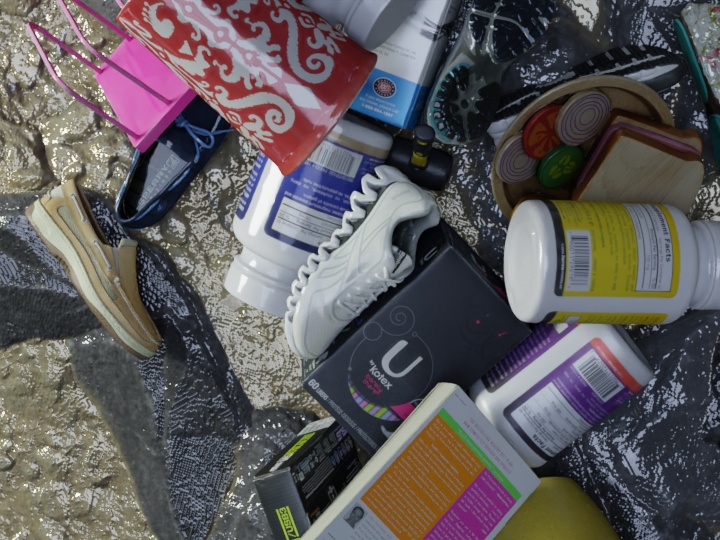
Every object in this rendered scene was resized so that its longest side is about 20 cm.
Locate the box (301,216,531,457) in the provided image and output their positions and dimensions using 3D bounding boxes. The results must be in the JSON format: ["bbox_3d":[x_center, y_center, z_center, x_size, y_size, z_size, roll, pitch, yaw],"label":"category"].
[{"bbox_3d":[0.050,0.068,1.419,0.200,0.106,0.122,-43,105,10],"label":"box"}]

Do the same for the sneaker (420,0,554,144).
[{"bbox_3d":[0.113,-0.210,1.405,0.077,0.086,0.201,35,77,-13],"label":"sneaker"}]

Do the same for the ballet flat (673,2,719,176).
[{"bbox_3d":[0.355,-0.161,1.378,0.063,0.076,0.202,-18,96,2],"label":"ballet flat"}]

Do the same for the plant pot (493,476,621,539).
[{"bbox_3d":[0.172,0.283,1.413,0.198,0.200,0.144,-14,70,10],"label":"plant pot"}]

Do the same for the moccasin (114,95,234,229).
[{"bbox_3d":[-0.181,-0.124,1.460,0.080,0.068,0.202,27,100,4],"label":"moccasin"}]

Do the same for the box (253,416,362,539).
[{"bbox_3d":[-0.026,0.258,1.417,0.047,0.200,0.195,-16,96,16],"label":"box"}]

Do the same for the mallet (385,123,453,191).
[{"bbox_3d":[0.066,-0.108,1.364,0.065,0.200,0.042,20,86,-5],"label":"mallet"}]

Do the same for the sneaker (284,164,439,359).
[{"bbox_3d":[0.000,0.000,1.366,0.081,0.075,0.201,31,89,33],"label":"sneaker"}]

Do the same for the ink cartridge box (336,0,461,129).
[{"bbox_3d":[0.018,-0.256,1.405,0.145,0.084,0.202,22,99,9],"label":"ink cartridge box"}]

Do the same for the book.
[{"bbox_3d":[0.058,0.222,1.329,0.200,0.048,0.134,-46,103,-14],"label":"book"}]

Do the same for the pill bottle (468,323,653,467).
[{"bbox_3d":[0.176,0.120,1.416,0.199,0.111,0.112,-39,90,11],"label":"pill bottle"}]

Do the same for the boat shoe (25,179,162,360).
[{"bbox_3d":[-0.258,-0.005,1.489,0.076,0.072,0.201,-37,90,-1],"label":"boat shoe"}]

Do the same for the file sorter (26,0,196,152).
[{"bbox_3d":[-0.205,-0.249,1.390,0.200,0.125,0.139,-45,46,11],"label":"file sorter"}]

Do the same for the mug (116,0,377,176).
[{"bbox_3d":[-0.109,-0.193,1.279,0.199,0.177,0.134,38,74,-12],"label":"mug"}]

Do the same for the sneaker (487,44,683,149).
[{"bbox_3d":[0.219,-0.155,1.407,0.198,0.074,0.081,-21,114,11],"label":"sneaker"}]

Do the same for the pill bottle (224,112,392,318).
[{"bbox_3d":[-0.057,-0.061,1.424,0.119,0.120,0.202,24,100,5],"label":"pill bottle"}]

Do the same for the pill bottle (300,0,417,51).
[{"bbox_3d":[-0.042,-0.294,1.314,0.200,0.112,0.112,42,101,9],"label":"pill bottle"}]

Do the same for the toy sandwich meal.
[{"bbox_3d":[0.222,-0.090,1.367,0.203,0.071,0.207,-8,130,-9],"label":"toy sandwich meal"}]

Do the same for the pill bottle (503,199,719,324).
[{"bbox_3d":[0.239,-0.006,1.326,0.198,0.111,0.113,2,98,-13],"label":"pill bottle"}]
